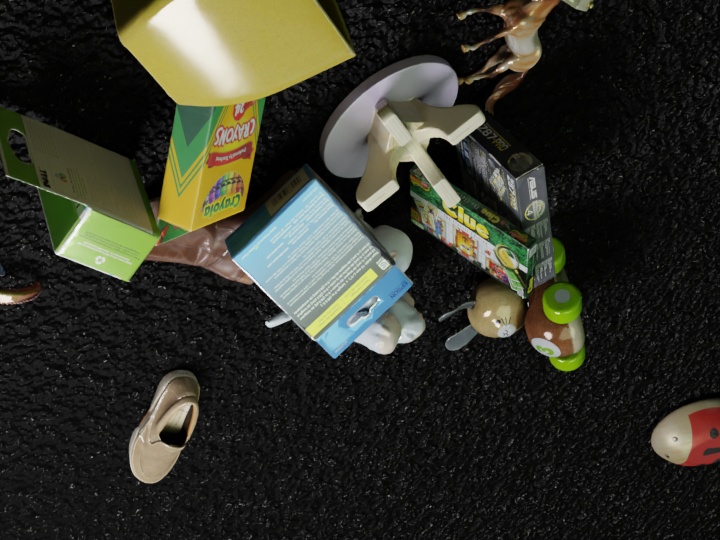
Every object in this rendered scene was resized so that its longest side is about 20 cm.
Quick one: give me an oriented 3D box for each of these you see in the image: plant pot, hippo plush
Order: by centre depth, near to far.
[{"bbox_3d":[-0.151,-0.289,1.436,0.198,0.197,0.194,-31,136,11],"label":"plant pot"},{"bbox_3d":[0.000,0.000,1.825,0.197,0.159,0.163,14,111,15],"label":"hippo plush"}]

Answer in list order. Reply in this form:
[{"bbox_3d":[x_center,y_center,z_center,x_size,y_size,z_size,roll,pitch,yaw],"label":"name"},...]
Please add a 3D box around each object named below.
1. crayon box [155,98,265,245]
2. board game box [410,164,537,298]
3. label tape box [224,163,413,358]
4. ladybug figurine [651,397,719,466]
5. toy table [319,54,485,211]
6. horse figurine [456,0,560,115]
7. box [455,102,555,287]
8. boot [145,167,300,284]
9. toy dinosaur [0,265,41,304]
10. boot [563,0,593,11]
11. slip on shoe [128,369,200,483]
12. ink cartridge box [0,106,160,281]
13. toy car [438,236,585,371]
[{"bbox_3d":[-0.172,-0.128,1.581,0.127,0.050,0.203,-31,138,-61],"label":"crayon box"},{"bbox_3d":[0.144,-0.052,1.775,0.023,0.199,0.106,-40,150,-27],"label":"board game box"},{"bbox_3d":[-0.051,-0.010,1.702,0.143,0.066,0.200,-42,119,4],"label":"label tape box"},{"bbox_3d":[0.606,0.290,2.405,0.197,0.072,0.137,-8,131,-21],"label":"ladybug figurine"},{"bbox_3d":[0.054,-0.163,1.697,0.200,0.118,0.183,-45,134,14],"label":"toy table"},{"bbox_3d":[0.183,-0.280,1.690,0.131,0.050,0.201,-21,150,-8],"label":"horse figurine"},{"bbox_3d":[0.186,-0.097,1.788,0.049,0.162,0.202,-26,135,-12],"label":"box"},{"bbox_3d":[-0.187,-0.071,1.700,0.198,0.064,0.188,16,118,-31],"label":"boot"},{"bbox_3d":[-0.508,0.050,1.625,0.179,0.106,0.200,-20,151,19],"label":"toy dinosaur"},{"bbox_3d":[0.312,-0.387,1.661,0.197,0.072,0.156,11,122,-25],"label":"boot"},{"bbox_3d":[-0.270,0.232,1.917,0.075,0.061,0.201,8,124,-32],"label":"slip on shoe"},{"bbox_3d":[-0.338,-0.089,1.540,0.198,0.149,0.076,22,118,-38],"label":"ink cartridge box"},{"bbox_3d":[0.213,0.067,1.969,0.197,0.159,0.165,-15,145,2],"label":"toy car"}]
